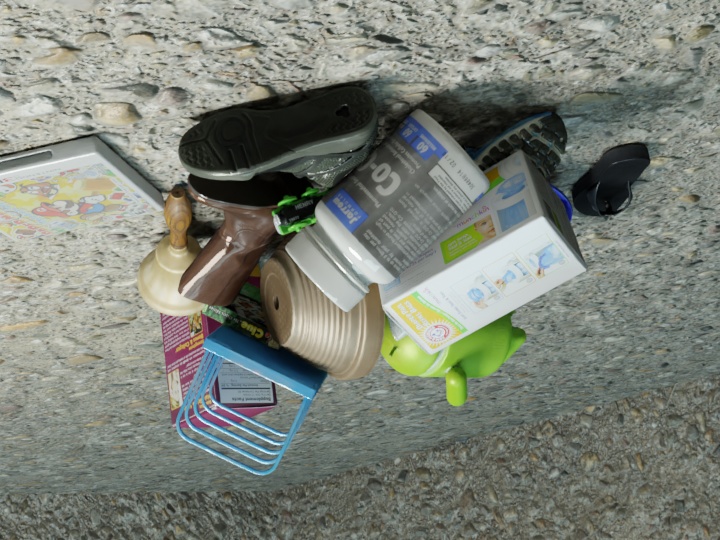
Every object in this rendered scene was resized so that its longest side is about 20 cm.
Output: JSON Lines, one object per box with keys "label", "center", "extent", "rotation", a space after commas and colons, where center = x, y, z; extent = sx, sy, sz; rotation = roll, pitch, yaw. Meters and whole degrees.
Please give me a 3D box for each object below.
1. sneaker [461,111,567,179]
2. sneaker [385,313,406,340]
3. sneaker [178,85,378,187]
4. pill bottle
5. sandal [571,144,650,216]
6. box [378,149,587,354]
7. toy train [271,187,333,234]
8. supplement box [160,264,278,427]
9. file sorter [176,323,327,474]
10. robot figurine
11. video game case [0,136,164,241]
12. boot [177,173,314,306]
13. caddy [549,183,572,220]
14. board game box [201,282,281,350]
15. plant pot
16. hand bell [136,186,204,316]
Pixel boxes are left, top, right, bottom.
{"label": "sneaker", "center": [0.136, -0.119, 1.457], "extent": [0.200, 0.090, 0.078], "rotation": [-34, 127, 22]}
{"label": "sneaker", "center": [0.000, 0.000, 1.557], "extent": [0.089, 0.200, 0.075], "rotation": [-48, 154, 2]}
{"label": "sneaker", "center": [-0.077, -0.118, 1.314], "extent": [0.198, 0.077, 0.114], "rotation": [-15, 158, 0]}
{"label": "pill bottle", "center": [0.025, -0.059, 1.357], "extent": [0.200, 0.114, 0.114], "rotation": [-44, 160, 2]}
{"label": "sandal", "center": [0.312, -0.101, 1.653], "extent": [0.076, 0.043, 0.200], "rotation": [-8, 164, -2]}
{"label": "box", "center": [0.122, -0.017, 1.408], "extent": [0.199, 0.113, 0.101], "rotation": [-30, 131, 18]}
{"label": "toy train", "center": [-0.011, -0.083, 1.457], "extent": [0.199, 0.042, 0.056], "rotation": [-21, 175, -23]}
{"label": "supplement box", "center": [-0.195, 0.102, 1.790], "extent": [0.103, 0.201, 0.131], "rotation": [3, 162, -36]}
{"label": "file sorter", "center": [-0.126, 0.146, 1.578], "extent": [0.138, 0.123, 0.200], "rotation": [26, -172, 2]}
{"label": "robot figurine", "center": [0.105, 0.073, 1.626], "extent": [0.199, 0.176, 0.116], "rotation": [4, 144, -34]}
{"label": "video game case", "center": [-0.326, -0.082, 1.399], "extent": [0.181, 0.023, 0.200], "rotation": [-11, 164, 9]}
{"label": "boot", "center": [-0.165, -0.030, 1.478], "extent": [0.186, 0.064, 0.200], "rotation": [5, 138, -47]}
{"label": "caddy", "center": [0.172, -0.051, 1.646], "extent": [0.141, 0.105, 0.200], "rotation": [27, 148, -27]}
{"label": "board game box", "center": [-0.128, 0.053, 1.655], "extent": [0.104, 0.024, 0.200], "rotation": [24, -172, 4]}
{"label": "plant pot", "center": [-0.056, 0.030, 1.509], "extent": [0.092, 0.202, 0.201], "rotation": [-8, 165, -24]}
{"label": "hand bell", "center": [-0.214, -0.039, 1.546], "extent": [0.104, 0.105, 0.200], "rotation": [-6, 151, -10]}
